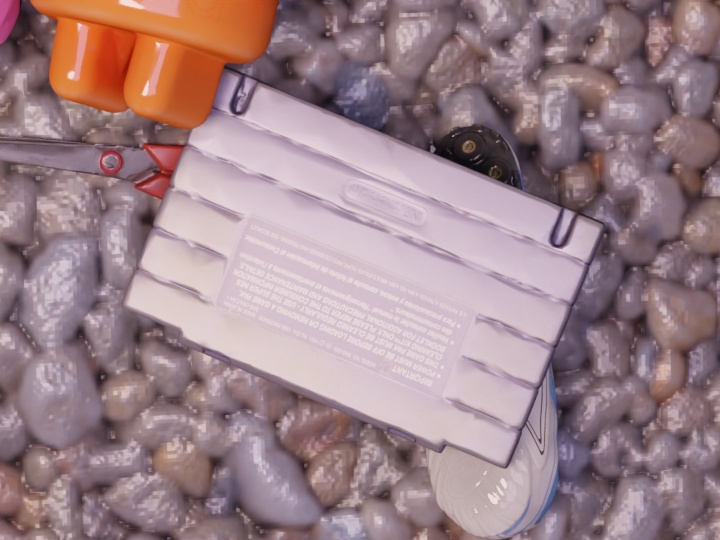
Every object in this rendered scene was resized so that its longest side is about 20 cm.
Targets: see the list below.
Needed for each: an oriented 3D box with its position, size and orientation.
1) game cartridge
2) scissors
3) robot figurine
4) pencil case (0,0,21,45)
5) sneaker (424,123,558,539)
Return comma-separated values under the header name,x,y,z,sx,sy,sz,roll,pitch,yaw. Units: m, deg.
name,x,y,z,sx,sy,sz,roll,pitch,yaw
game cartridge,0.000,0.000,1.194,0.199,0.038,0.130,23,96,4
scissors,-0.106,-0.056,1.213,0.199,0.014,0.074,22,94,-13
robot figurine,-0.082,-0.168,1.146,0.116,0.144,0.202,12,90,-32
pencil case,-0.211,-0.173,1.091,0.093,0.091,0.201,-11,132,1
sneaker,0.059,0.030,1.241,0.071,0.072,0.202,-5,87,16
